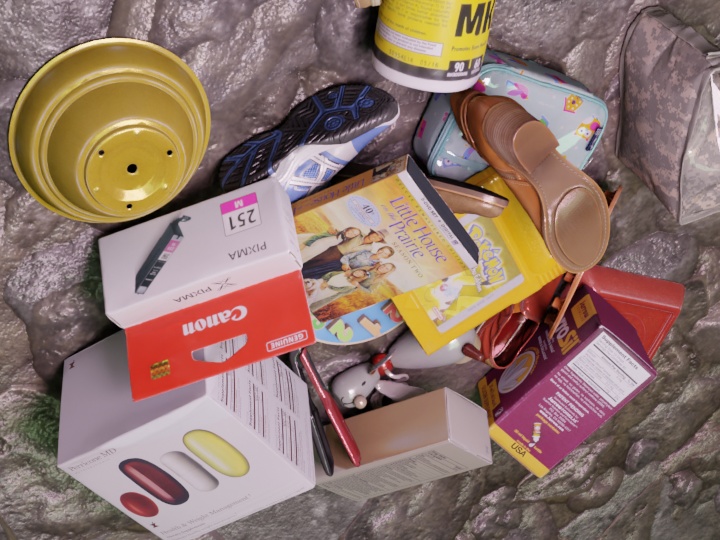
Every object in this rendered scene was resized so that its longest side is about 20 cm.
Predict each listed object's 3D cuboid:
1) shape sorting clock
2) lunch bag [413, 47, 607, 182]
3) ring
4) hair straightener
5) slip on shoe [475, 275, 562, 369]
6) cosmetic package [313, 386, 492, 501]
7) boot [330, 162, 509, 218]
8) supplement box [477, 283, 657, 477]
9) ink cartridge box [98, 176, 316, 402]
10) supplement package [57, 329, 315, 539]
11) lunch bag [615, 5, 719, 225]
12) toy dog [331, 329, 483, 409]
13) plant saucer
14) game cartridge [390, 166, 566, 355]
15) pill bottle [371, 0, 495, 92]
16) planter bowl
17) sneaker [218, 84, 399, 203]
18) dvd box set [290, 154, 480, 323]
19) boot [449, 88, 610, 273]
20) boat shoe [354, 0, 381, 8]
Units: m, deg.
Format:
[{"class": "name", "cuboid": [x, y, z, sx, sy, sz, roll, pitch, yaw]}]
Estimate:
[{"class": "shape sorting clock", "cuboid": [0.000, 0.000, 1.419, 0.200, 0.039, 0.200, -14, 127, -19]}, {"class": "lunch bag", "cuboid": [0.167, -0.149, 1.376, 0.200, 0.077, 0.161, 14, 114, -29]}, {"class": "ring", "cuboid": [0.261, -0.012, 1.480, 0.019, 0.200, 0.201, 26, 114, 9]}, {"class": "hair straightener", "cuboid": [-0.073, 0.151, 1.438, 0.077, 0.041, 0.200, -24, 104, 11]}, {"class": "slip on shoe", "cuboid": [0.208, 0.038, 1.540, 0.074, 0.061, 0.200, 23, 106, -35]}, {"class": "cosmetic package", "cuboid": [0.047, 0.212, 1.502, 0.200, 0.071, 0.105, -21, 146, 27]}, {"class": "boot", "cuboid": [0.059, -0.066, 1.308, 0.074, 0.200, 0.076, 5, 94, -65]}, {"class": "supplement box", "cuboid": [0.252, 0.137, 1.552, 0.103, 0.131, 0.200, 41, 107, -14]}, {"class": "ink cartridge box", "cuboid": [-0.155, 0.018, 1.227, 0.200, 0.174, 0.044, -19, 148, 9]}, {"class": "supplement package", "cuboid": [-0.183, 0.163, 1.330, 0.191, 0.147, 0.200, -27, 133, 18]}, {"class": "lunch bag", "cuboid": [0.371, -0.184, 1.405, 0.117, 0.164, 0.200, -16, 128, -11]}, {"class": "toy dog", "cuboid": [0.071, 0.115, 1.497, 0.200, 0.096, 0.132, -48, 130, 9]}, {"class": "plant saucer", "cuboid": [0.326, 0.096, 1.659, 0.200, 0.037, 0.200, 11, 116, -33]}, {"class": "game cartridge", "cuboid": [0.122, -0.014, 1.384, 0.200, 0.032, 0.176, -31, 129, 4]}, {"class": "pill bottle", "cuboid": [0.080, -0.286, 1.215, 0.114, 0.114, 0.200, -6, 124, -24]}, {"class": "planter bowl", "cuboid": [-0.228, -0.114, 1.193, 0.200, 0.083, 0.201, -13, 126, -19]}, {"class": "sneaker", "cuboid": [-0.048, -0.124, 1.295, 0.200, 0.076, 0.077, -28, 137, 4]}, {"class": "dvd box set", "cuboid": [0.002, -0.027, 1.288, 0.200, 0.029, 0.146, -20, 128, 27]}, {"class": "boot", "cuboid": [0.170, -0.100, 1.262, 0.074, 0.155, 0.200, -34, 120, -7]}, {"class": "boat shoe", "cuboid": [-0.039, -0.324, 1.163, 0.066, 0.074, 0.200, -25, 129, 6]}]
